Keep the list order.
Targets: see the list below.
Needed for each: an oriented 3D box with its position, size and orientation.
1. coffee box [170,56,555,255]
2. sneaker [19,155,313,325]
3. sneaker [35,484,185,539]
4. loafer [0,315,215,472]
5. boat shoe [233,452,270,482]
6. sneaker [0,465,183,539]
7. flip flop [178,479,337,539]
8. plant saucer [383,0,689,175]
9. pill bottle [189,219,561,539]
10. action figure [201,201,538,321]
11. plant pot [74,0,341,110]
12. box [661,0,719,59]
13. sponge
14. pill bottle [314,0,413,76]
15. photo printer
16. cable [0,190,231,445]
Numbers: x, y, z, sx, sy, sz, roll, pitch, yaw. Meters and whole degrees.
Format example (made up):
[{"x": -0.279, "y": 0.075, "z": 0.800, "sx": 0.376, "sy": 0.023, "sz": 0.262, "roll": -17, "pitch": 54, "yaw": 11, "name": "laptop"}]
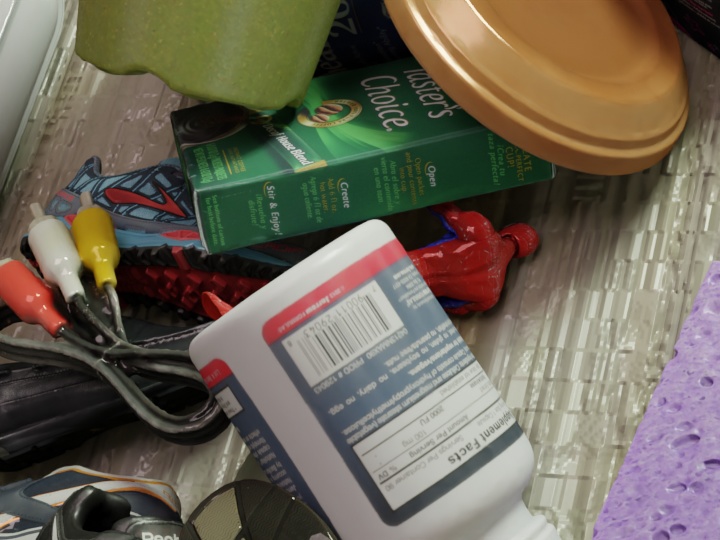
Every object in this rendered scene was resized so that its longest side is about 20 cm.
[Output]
[{"x": -0.001, "y": -0.072, "z": 1.313, "sx": 0.199, "sy": 0.044, "sz": 0.123, "roll": -12, "pitch": 27, "yaw": -5, "name": "coffee box"}, {"x": -0.103, "y": -0.028, "z": 1.361, "sx": 0.199, "sy": 0.079, "sz": 0.096, "roll": 11, "pitch": 60, "yaw": 28, "name": "sneaker"}, {"x": -0.104, "y": 0.176, "z": 1.133, "sx": 0.200, "sy": 0.071, "sz": 0.098, "roll": 42, "pitch": 105, "yaw": 42, "name": "sneaker"}, {"x": -0.140, "y": 0.053, "z": 1.320, "sx": 0.200, "sy": 0.068, "sz": 0.071, "roll": -20, "pitch": 78, "yaw": 13, "name": "loafer"}, {"x": -0.041, "y": 0.138, "z": 1.235, "sx": 0.202, "sy": 0.061, "sz": 0.072, "roll": -57, "pitch": 19, "yaw": -22, "name": "boat shoe"}, {"x": -0.187, "y": 0.157, "z": 1.266, "sx": 0.199, "sy": 0.079, "sz": 0.079, "roll": -8, "pitch": 21, "yaw": 15, "name": "sneaker"}, {"x": -0.011, "y": 0.181, "z": 1.105, "sx": 0.200, "sy": 0.058, "sz": 0.081, "roll": 40, "pitch": 73, "yaw": 19, "name": "flip flop"}, {"x": 0.103, "y": -0.140, "z": 1.289, "sx": 0.037, "sy": 0.199, "sz": 0.201, "roll": -51, "pitch": 39, "yaw": 39, "name": "plant saucer"}, {"x": 0.016, "y": 0.088, "z": 1.159, "sx": 0.119, "sy": 0.120, "sz": 0.201, "roll": -33, "pitch": 89, "yaw": -1, "name": "pill bottle"}, {"x": 0.000, "y": 0.000, "z": 1.292, "sx": 0.199, "sy": 0.066, "sz": 0.099, "roll": -17, "pitch": 29, "yaw": -21, "name": "action figure"}, {"x": -0.075, "y": -0.191, "z": 1.280, "sx": 0.200, "sy": 0.200, "sz": 0.185, "roll": 22, "pitch": 103, "yaw": 33, "name": "plant pot"}, {"x": 0.197, "y": -0.229, "z": 1.347, "sx": 0.132, "sy": 0.115, "sz": 0.200, "roll": -41, "pitch": 52, "yaw": -7, "name": "box"}, {"x": 0.194, "y": 0.093, "z": 1.183, "sx": 0.111, "sy": 0.030, "sz": 0.201, "roll": 14, "pitch": 64, "yaw": 29, "name": "sponge"}, {"x": -0.031, "y": -0.172, "z": 1.408, "sx": 0.199, "sy": 0.111, "sz": 0.112, "roll": -8, "pitch": 55, "yaw": 18, "name": "pill bottle"}, {"x": -0.285, "y": -0.124, "z": 1.509, "sx": 0.165, "sy": 0.070, "sz": 0.201, "roll": 3, "pitch": 59, "yaw": 25, "name": "photo printer"}, {"x": -0.146, "y": 0.034, "z": 1.265, "sx": 0.097, "sy": 0.050, "sz": 0.200, "roll": -34, "pitch": 42, "yaw": -9, "name": "cable"}]
